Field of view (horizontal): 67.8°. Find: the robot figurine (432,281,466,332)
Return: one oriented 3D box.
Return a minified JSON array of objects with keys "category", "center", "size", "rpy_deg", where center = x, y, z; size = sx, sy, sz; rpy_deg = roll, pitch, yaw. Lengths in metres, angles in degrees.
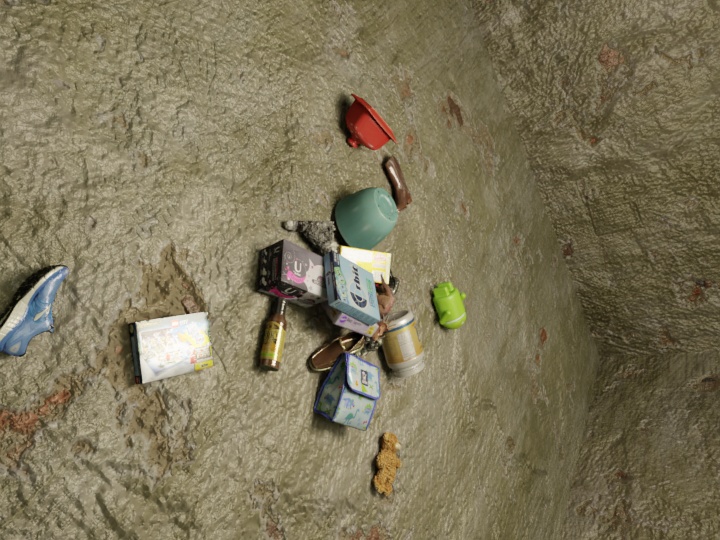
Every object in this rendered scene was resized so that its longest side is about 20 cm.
[{"category":"robot figurine","center":[0.373,0.153,2.238],"size":[0.175,0.113,0.206],"rpy_deg":[-38,110,-49]}]

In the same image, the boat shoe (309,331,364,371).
[{"category":"boat shoe","center":[-0.072,0.242,1.676],"size":[0.198,0.076,0.076],"rpy_deg":[-27,68,-30]}]

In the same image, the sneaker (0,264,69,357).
[{"category":"sneaker","center":[-0.650,0.079,1.077],"size":[0.089,0.076,0.205],"rpy_deg":[48,56,-40]}]

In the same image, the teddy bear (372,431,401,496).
[{"category":"teddy bear","center":[0.097,0.661,1.830],"size":[0.146,0.065,0.204],"rpy_deg":[53,47,-31]}]

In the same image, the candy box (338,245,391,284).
[{"category":"candy box","center":[0.012,-0.017,1.787],"size":[0.193,0.026,0.107],"rpy_deg":[8,85,-27]}]

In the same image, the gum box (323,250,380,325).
[{"category":"gum box","center":[-0.026,0.056,1.635],"size":[0.197,0.044,0.175],"rpy_deg":[30,41,-43]}]

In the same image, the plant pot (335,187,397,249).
[{"category":"plant pot","center":[0.034,-0.189,1.846],"size":[0.198,0.158,0.207],"rpy_deg":[32,45,-37]}]

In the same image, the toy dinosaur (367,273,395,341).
[{"category":"toy dinosaur","center":[0.074,0.124,1.764],"size":[0.084,0.134,0.207],"rpy_deg":[12,101,-40]}]

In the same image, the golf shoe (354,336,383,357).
[{"category":"golf shoe","center":[-0.015,0.267,1.778],"size":[0.194,0.089,0.079],"rpy_deg":[-14,63,-26]}]

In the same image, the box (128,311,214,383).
[{"category":"box","center":[-0.454,0.183,1.304],"size":[0.196,0.037,0.143],"rpy_deg":[-5,85,-50]}]

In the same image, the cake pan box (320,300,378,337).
[{"category":"cake pan box","center":[-0.053,0.113,1.710],"size":[0.182,0.053,0.201],"rpy_deg":[29,17,-43]}]

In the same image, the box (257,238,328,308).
[{"category":"box","center":[-0.193,0.014,1.586],"size":[0.197,0.112,0.137],"rpy_deg":[24,56,-44]}]

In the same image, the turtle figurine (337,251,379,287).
[{"category":"turtle figurine","center":[0.000,0.000,1.850],"size":[0.195,0.099,0.156],"rpy_deg":[11,71,-41]}]

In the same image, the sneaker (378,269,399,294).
[{"category":"sneaker","center":[0.102,0.058,1.916],"size":[0.201,0.072,0.082],"rpy_deg":[-101,-178,-70]}]

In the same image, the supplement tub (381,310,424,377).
[{"category":"supplement tub","center":[0.146,0.262,1.921],"size":[0.143,0.141,0.208],"rpy_deg":[-26,101,-49]}]

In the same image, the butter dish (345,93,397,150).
[{"category":"butter dish","center":[0.013,-0.513,1.954],"size":[0.199,0.148,0.202],"rpy_deg":[40,12,-36]}]

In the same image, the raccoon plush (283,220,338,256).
[{"category":"raccoon plush","center":[-0.156,-0.089,1.718],"size":[0.192,0.096,0.140],"rpy_deg":[0,95,-20]}]

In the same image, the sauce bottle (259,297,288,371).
[{"category":"sauce bottle","center":[-0.245,0.181,1.537],"size":[0.064,0.063,0.208],"rpy_deg":[27,60,-42]}]

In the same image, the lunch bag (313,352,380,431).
[{"category":"lunch bag","center":[-0.027,0.376,1.674],"size":[0.168,0.125,0.207],"rpy_deg":[31,76,-42]}]

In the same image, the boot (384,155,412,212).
[{"category":"boot","center":[0.131,-0.339,2.103],"size":[0.206,0.062,0.187],"rpy_deg":[69,28,-17]}]
